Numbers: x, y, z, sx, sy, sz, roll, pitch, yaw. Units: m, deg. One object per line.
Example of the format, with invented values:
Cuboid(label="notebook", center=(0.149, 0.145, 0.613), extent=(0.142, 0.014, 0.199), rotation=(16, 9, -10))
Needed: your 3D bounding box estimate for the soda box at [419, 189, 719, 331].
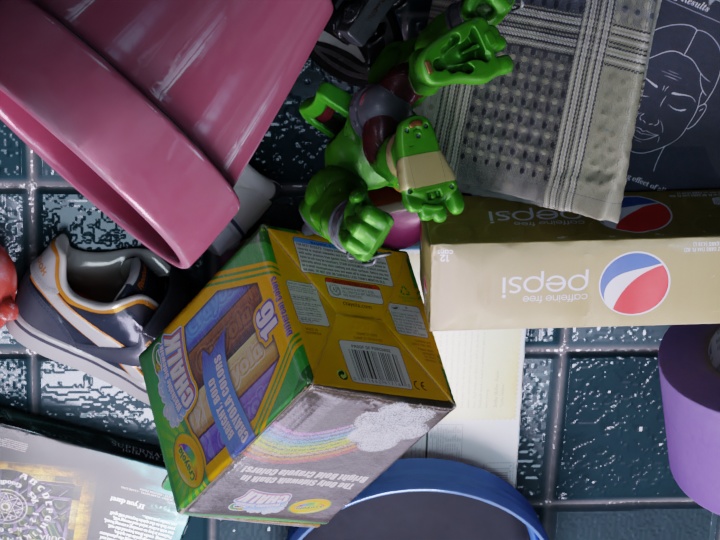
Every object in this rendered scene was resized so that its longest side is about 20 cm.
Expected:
Cuboid(label="soda box", center=(0.137, -0.007, 1.621), extent=(0.198, 0.068, 0.064), rotation=(-2, 119, -3))

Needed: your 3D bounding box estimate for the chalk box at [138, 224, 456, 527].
Cuboid(label="chalk box", center=(-0.055, 0.082, 1.655), extent=(0.124, 0.124, 0.200), rotation=(10, 141, -38))

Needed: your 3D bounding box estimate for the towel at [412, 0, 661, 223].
Cuboid(label="towel", center=(0.111, -0.139, 1.595), extent=(0.034, 0.192, 0.201), rotation=(6, 98, -45))

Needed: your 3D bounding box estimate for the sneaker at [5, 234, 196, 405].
Cuboid(label="sneaker", center=(-0.136, 0.042, 1.736), extent=(0.199, 0.079, 0.080), rotation=(22, 119, -13))

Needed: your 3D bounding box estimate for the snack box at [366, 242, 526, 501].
Cuboid(label="snack box", center=(0.055, 0.067, 1.786), extent=(0.115, 0.037, 0.201), rotation=(0, 116, -3))

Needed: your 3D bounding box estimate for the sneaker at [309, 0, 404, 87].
Cuboid(label="sneaker", center=(-0.034, -0.193, 1.626), extent=(0.070, 0.083, 0.200), rotation=(-26, 118, 8))

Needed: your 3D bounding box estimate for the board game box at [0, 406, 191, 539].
Cuboid(label="board game box", center=(-0.224, 0.171, 1.821), extent=(0.199, 0.028, 0.136), rotation=(16, 114, -13))

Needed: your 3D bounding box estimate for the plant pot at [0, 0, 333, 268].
Cuboid(label="plant pot", center=(-0.120, -0.132, 1.535), extent=(0.200, 0.200, 0.179), rotation=(44, 83, -22))

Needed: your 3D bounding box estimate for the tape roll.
Cuboid(label="tape roll", center=(0.302, 0.085, 1.724), extent=(0.199, 0.200, 0.085), rotation=(-10, 116, 1))

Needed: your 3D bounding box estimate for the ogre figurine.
Cuboid(label="ogre figurine", center=(0.023, -0.090, 1.577), extent=(0.098, 0.120, 0.201), rotation=(16, 77, -26))

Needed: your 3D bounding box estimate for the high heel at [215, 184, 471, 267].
Cuboid(label="high heel", center=(0.000, 0.000, 1.706), extent=(0.199, 0.067, 0.097), rotation=(-14, 109, 34))

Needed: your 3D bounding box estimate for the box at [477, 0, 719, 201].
Cuboid(label="box", center=(0.178, -0.117, 1.667), extent=(0.148, 0.107, 0.201), rotation=(22, 114, -14))

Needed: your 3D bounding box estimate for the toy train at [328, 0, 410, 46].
Cuboid(label="toy train", center=(0.044, -0.223, 1.604), extent=(0.034, 0.046, 0.200), rotation=(43, 77, -32))

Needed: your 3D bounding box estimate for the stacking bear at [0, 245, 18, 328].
Cuboid(label="stacking bear", center=(-0.323, -0.001, 1.689), extent=(0.199, 0.121, 0.114), rotation=(14, 105, -21))

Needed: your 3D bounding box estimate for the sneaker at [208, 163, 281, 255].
Cuboid(label="sneaker", center=(-0.130, -0.104, 1.681), extent=(0.071, 0.073, 0.200), rotation=(-43, 114, -11))

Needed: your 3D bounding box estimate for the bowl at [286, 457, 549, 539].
Cuboid(label="bowl", center=(0.039, 0.211, 1.829), extent=(0.199, 0.040, 0.202), rotation=(-1, 132, -2))
